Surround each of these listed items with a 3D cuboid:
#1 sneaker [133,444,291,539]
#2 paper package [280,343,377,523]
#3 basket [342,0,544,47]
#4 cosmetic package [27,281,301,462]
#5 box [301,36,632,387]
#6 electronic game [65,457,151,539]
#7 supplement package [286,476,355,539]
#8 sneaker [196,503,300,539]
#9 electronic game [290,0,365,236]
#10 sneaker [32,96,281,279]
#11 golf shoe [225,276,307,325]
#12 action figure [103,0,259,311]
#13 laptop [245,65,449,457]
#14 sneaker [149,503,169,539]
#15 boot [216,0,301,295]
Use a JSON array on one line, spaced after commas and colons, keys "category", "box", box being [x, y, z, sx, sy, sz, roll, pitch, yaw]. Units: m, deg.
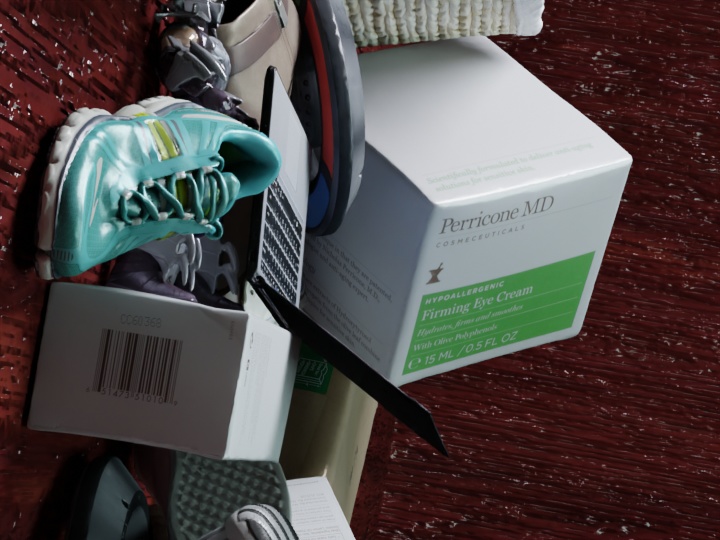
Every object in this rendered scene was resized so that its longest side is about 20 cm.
[{"category": "sneaker", "box": [-0.092, 0.134, 1.435, 0.105, 0.075, 0.201, 101, -25, -55]}, {"category": "paper package", "box": [-0.053, 0.138, 1.886, 0.191, 0.103, 0.201, 90, 12, -56]}, {"category": "basket", "box": [0.044, -0.273, 1.679, 0.200, 0.160, 0.199, 72, 10, -82]}, {"category": "cosmetic package", "box": [-0.103, 0.059, 1.281, 0.200, 0.112, 0.081, 43, 57, -80]}, {"category": "box", "box": [0.055, -0.049, 1.741, 0.199, 0.200, 0.172, -14, 131, -35]}, {"category": "electronic game", "box": [-0.148, 0.206, 1.322, 0.200, 0.041, 0.201, 1, 90, -87]}, {"category": "supplement package", "box": [-0.054, 0.254, 1.633, 0.200, 0.117, 0.117, -118, -152, -51]}, {"category": "sneaker", "box": [-0.058, 0.241, 1.317, 0.201, 0.115, 0.075, 65, 15, 6]}, {"category": "electronic game", "box": [-0.040, -0.123, 1.597, 0.200, 0.041, 0.201, 172, -90, -75]}, {"category": "sneaker", "box": [-0.105, -0.046, 1.192, 0.200, 0.079, 0.078, -39, 140, -60]}, {"category": "golf shoe", "box": [-0.093, 0.048, 1.620, 0.097, 0.078, 0.200, 68, 21, -44]}, {"category": "action figure", "box": [-0.095, -0.078, 1.350, 0.130, 0.069, 0.201, 25, 70, -75]}, {"category": "laptop", "box": [0.000, 0.000, 1.426, 0.187, 0.115, 0.201, 67, 27, -77]}, {"category": "sneaker", "box": [-0.126, 0.244, 1.525, 0.076, 0.070, 0.201, -71, 168, -52]}, {"category": "boot", "box": [-0.083, -0.101, 1.477, 0.147, 0.070, 0.200, 84, 14, -45]}]
